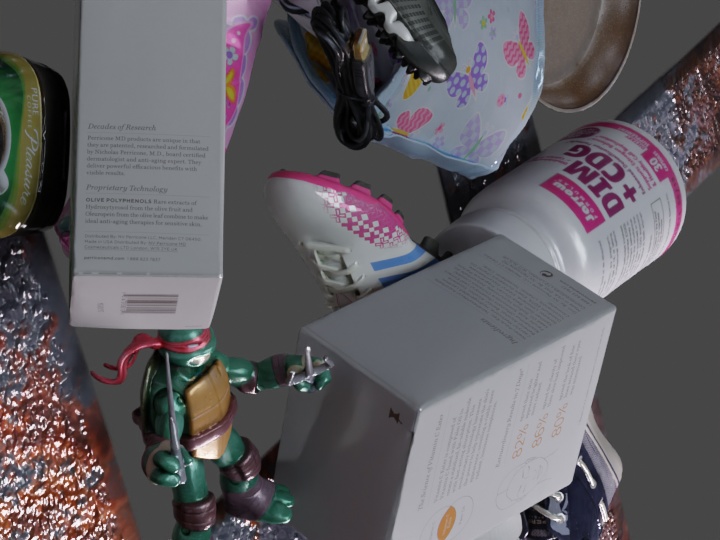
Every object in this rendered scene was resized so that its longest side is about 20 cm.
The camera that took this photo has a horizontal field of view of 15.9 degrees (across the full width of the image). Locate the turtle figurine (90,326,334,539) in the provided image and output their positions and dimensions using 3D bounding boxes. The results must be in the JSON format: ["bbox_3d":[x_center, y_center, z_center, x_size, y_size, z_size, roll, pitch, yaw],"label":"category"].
[{"bbox_3d":[-0.088,0.091,1.558,0.150,0.101,0.200,-34,137,-30],"label":"turtle figurine"}]

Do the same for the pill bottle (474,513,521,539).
[{"bbox_3d":[0.075,0.248,1.789,0.109,0.109,0.201,-28,116,-49],"label":"pill bottle"}]

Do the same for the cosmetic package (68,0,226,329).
[{"bbox_3d":[-0.116,-0.077,1.412,0.108,0.085,0.201,111,-21,-71],"label":"cosmetic package"}]

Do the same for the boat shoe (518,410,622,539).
[{"bbox_3d":[0.134,0.145,1.885,0.200,0.075,0.093,47,50,-46],"label":"boat shoe"}]

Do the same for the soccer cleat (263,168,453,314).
[{"bbox_3d":[0.000,0.000,1.691,0.200,0.070,0.087,33,67,-51],"label":"soccer cleat"}]

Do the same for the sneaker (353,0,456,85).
[{"bbox_3d":[0.021,-0.209,1.551,0.200,0.090,0.066,62,4,16],"label":"sneaker"}]

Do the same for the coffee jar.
[{"bbox_3d":[-0.239,-0.071,1.343,0.200,0.085,0.105,6,85,-53],"label":"coffee jar"}]

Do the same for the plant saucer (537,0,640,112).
[{"bbox_3d":[0.145,-0.217,1.898,0.200,0.032,0.201,-7,99,-54],"label":"plant saucer"}]

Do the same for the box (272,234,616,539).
[{"bbox_3d":[0.053,0.090,1.683,0.200,0.106,0.153,-23,136,-42],"label":"box"}]

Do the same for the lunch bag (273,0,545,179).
[{"bbox_3d":[0.033,-0.171,1.672,0.169,0.127,0.201,14,72,-54],"label":"lunch bag"}]

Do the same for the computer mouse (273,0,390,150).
[{"bbox_3d":[-0.042,-0.173,1.569,0.044,0.200,0.110,-24,147,-4],"label":"computer mouse"}]

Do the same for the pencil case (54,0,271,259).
[{"bbox_3d":[-0.116,-0.091,1.516,0.087,0.087,0.200,35,65,-50],"label":"pencil case"}]

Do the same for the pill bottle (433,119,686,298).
[{"bbox_3d":[0.139,-0.025,1.841,0.200,0.113,0.114,-33,120,-47],"label":"pill bottle"}]
